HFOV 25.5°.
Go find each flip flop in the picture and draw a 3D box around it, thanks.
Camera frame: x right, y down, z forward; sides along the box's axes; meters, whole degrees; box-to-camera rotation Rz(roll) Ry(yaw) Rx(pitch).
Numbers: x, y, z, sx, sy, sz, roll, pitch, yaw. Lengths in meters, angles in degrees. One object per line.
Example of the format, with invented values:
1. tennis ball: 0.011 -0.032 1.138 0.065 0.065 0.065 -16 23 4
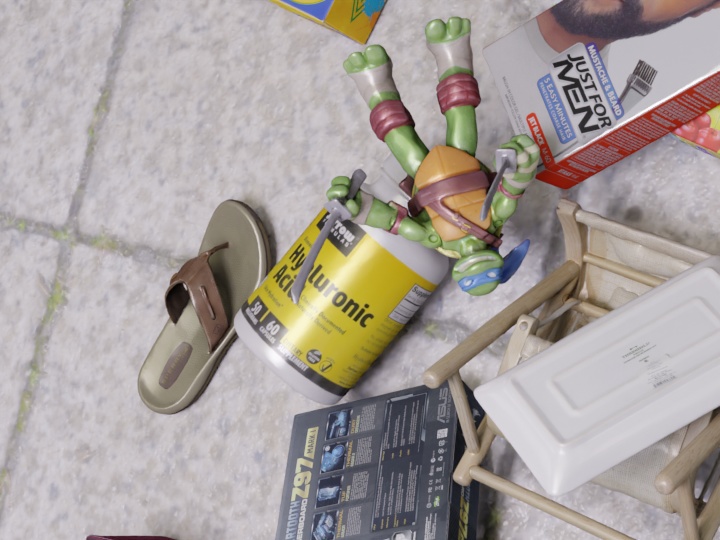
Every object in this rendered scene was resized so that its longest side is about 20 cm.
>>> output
1. flip flop: -0.143 0.033 1.381 0.081 0.058 0.200 34 99 31

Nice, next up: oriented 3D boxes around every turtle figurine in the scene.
1. turtle figurine: 0.048 -0.084 1.130 0.144 0.199 0.195 -34 63 43

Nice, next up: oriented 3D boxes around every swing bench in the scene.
1. swing bench: 0.187 0.079 1.121 0.198 0.130 0.200 22 57 33

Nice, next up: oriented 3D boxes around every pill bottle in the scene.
1. pill bottle: 0.000 0.000 1.268 0.200 0.111 0.111 -50 60 7

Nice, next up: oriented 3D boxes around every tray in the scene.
1. tray: 0.181 0.060 1.036 0.199 0.022 0.107 -28 48 -10

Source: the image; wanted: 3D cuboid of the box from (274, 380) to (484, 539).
1. box: 0.012 0.189 1.218 0.157 0.051 0.201 -15 47 26

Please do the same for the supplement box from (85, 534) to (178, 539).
1. supplement box: -0.182 0.326 1.315 0.085 0.110 0.201 9 85 31

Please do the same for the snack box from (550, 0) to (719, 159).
1. snack box: 0.247 -0.186 1.185 0.200 0.068 0.169 30 98 31

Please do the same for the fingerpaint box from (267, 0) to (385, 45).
1. fingerpaint box: -0.051 -0.313 1.386 0.200 0.073 0.167 31 96 32

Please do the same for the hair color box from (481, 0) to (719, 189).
1. hair color box: 0.197 -0.155 1.135 0.200 0.064 0.111 -30 68 26
